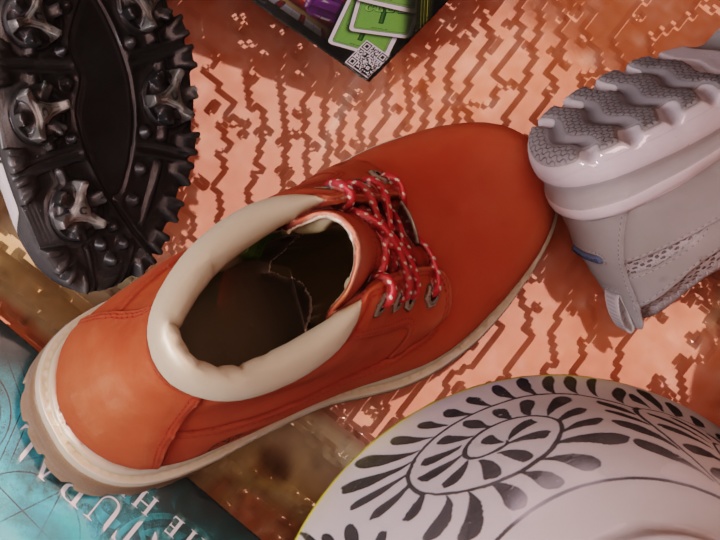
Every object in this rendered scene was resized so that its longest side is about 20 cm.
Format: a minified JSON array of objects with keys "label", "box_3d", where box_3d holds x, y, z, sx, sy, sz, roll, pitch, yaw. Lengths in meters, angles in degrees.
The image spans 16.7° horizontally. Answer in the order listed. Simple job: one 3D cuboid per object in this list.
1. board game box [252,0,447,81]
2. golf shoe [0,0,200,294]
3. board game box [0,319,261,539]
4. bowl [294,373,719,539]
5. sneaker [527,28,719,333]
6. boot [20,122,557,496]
[{"label":"board game box","box_3d":[-0.036,-0.146,0.745,0.200,0.023,0.105,32,112,-31]},{"label":"golf shoe","box_3d":[-0.114,-0.086,0.788,0.078,0.094,0.200,-9,84,-41]},{"label":"board game box","box_3d":[-0.088,0.123,0.757,0.200,0.028,0.135,40,74,-7]},{"label":"bowl","box_3d":[0.078,0.126,0.739,0.200,0.094,0.201,2,81,-16]},{"label":"sneaker","box_3d":[0.151,-0.048,0.813,0.200,0.075,0.082,-23,117,-11]},{"label":"boot","box_3d":[0.000,0.000,0.749,0.200,0.107,0.075,-31,85,-32]}]
